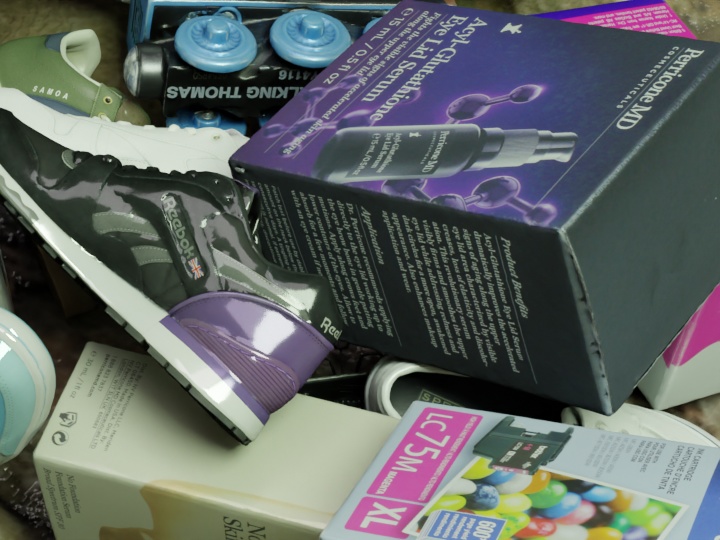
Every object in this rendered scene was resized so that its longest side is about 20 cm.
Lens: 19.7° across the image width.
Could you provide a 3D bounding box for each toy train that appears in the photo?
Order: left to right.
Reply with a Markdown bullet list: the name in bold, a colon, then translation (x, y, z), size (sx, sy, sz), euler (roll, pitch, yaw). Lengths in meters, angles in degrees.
- **toy train**: translation (-0.039, -0.129, 1.174), size (0.198, 0.087, 0.115), euler (-2, 45, -15)

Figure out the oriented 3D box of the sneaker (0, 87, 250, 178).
- **sneaker**: translation (-0.107, -0.040, 1.050), size (0.199, 0.075, 0.100), euler (34, 65, 14)

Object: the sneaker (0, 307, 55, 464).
- **sneaker**: translation (-0.220, 0.101, 0.937), size (0.079, 0.200, 0.131), euler (42, 42, -10)

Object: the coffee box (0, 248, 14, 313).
- **coffee box**: translation (-0.293, -0.042, 1.050), size (0.198, 0.199, 0.201), euler (-14, 52, -8)

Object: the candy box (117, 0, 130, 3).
- **candy box**: translation (-0.171, -0.257, 1.243), size (0.198, 0.169, 0.072), euler (14, 16, 13)

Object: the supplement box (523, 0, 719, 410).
- **supplement box**: translation (0.155, -0.040, 1.086), size (0.102, 0.102, 0.201), euler (-11, 50, -25)

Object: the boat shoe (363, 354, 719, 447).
- **boat shoe**: translation (0.096, 0.090, 0.983), size (0.198, 0.065, 0.074), euler (15, 89, -2)

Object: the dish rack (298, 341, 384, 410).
- **dish rack**: translation (0.000, 0.000, 1.081), size (0.152, 0.055, 0.202), euler (-6, 62, -3)

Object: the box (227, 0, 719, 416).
- **box**: translation (0.065, -0.036, 0.958), size (0.199, 0.105, 0.148), euler (12, 45, 38)

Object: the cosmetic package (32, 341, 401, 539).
- **cosmetic package**: translation (-0.045, 0.111, 0.977), size (0.198, 0.106, 0.071), euler (12, 53, 14)

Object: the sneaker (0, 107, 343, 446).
- **sneaker**: translation (-0.091, -0.018, 0.948), size (0.200, 0.076, 0.088), euler (43, 84, 13)

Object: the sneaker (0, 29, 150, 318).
- **sneaker**: translation (-0.157, -0.067, 1.150), size (0.089, 0.067, 0.201), euler (-21, 50, -10)

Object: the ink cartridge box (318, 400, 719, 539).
- **ink cartridge box**: translation (0.095, 0.108, 0.840), size (0.198, 0.042, 0.119), euler (10, 28, 18)
